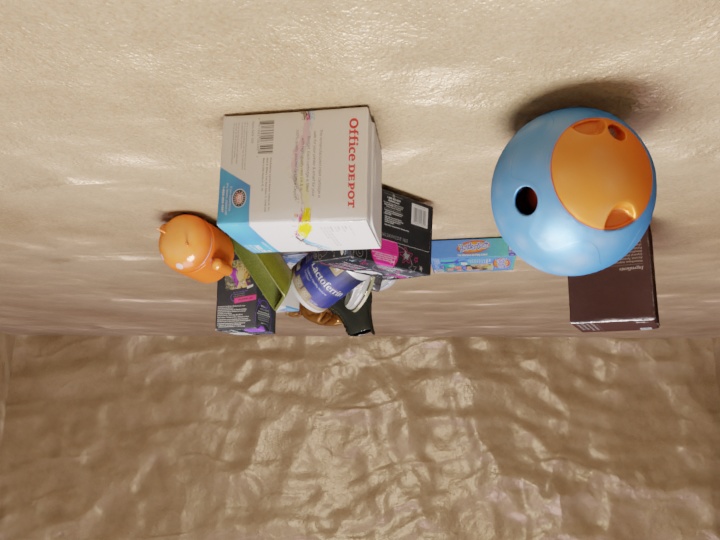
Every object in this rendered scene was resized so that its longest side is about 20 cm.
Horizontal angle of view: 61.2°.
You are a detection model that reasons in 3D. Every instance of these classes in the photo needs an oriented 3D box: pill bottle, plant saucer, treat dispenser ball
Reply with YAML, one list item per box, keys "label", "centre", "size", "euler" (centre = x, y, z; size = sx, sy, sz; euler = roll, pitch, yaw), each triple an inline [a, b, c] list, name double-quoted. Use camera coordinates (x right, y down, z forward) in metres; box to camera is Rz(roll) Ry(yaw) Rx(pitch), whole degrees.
- label: "pill bottle"
  centre: [-0.044, -0.012, 1.242]
  size: [0.198, 0.118, 0.114]
  euler: [-37, 150, 28]
- label: "plant saucer"
  centre: [-0.203, -0.026, 1.245]
  size: [0.047, 0.202, 0.200]
  euler: [-34, 178, -17]
- label: "treat dispenser ball"
  centre: [0.262, -0.097, 0.758]
  size: [0.194, 0.208, 0.201]
  euler: [0, 168, 0]

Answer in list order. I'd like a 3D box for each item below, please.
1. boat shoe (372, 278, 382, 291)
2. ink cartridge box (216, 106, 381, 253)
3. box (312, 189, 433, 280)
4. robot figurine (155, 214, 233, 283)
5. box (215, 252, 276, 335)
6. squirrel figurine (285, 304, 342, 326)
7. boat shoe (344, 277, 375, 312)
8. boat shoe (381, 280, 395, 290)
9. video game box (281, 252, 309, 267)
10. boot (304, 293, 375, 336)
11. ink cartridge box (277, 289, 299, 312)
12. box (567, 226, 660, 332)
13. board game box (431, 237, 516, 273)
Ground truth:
- label: "boat shoe"
  centre: [-0.040, 0.026, 1.453]
  size: [0.194, 0.065, 0.072]
  euler: [-4, 171, 19]
- label: "ink cartridge box"
  centre: [-0.073, -0.115, 0.823]
  size: [0.193, 0.152, 0.146]
  euler: [-1, 167, 9]
- label: "box"
  centre: [0.024, -0.066, 1.078]
  size: [0.196, 0.137, 0.113]
  euler: [12, 167, -42]
- label: "robot figurine"
  centre: [-0.333, -0.043, 1.235]
  size: [0.114, 0.148, 0.200]
  euler: [-22, 163, 8]
- label: "box"
  centre: [-0.261, 0.041, 1.409]
  size: [0.103, 0.207, 0.122]
  euler: [-3, 168, 15]
- label: "squirrel figurine"
  centre: [-0.155, 0.068, 1.701]
  size: [0.193, 0.146, 0.187]
  euler: [-5, 161, 13]
- label: "boat shoe"
  centre: [0.000, 0.000, 1.352]
  size: [0.067, 0.204, 0.075]
  euler: [16, -152, -17]
- label: "boat shoe"
  centre: [0.004, 0.018, 1.602]
  size: [0.196, 0.076, 0.065]
  euler: [-10, 168, 37]
- label: "video game box"
  centre: [-0.097, -0.039, 1.413]
  size: [0.194, 0.048, 0.181]
  euler: [-6, 168, 26]
- label: "boot"
  centre: [-0.058, 0.111, 1.549]
  size: [0.195, 0.143, 0.077]
  euler: [-16, 160, 24]
- label: "ink cartridge box"
  centre: [-0.271, 0.042, 1.596]
  size: [0.195, 0.130, 0.128]
  euler: [-6, 166, 27]
- label: "box"
  centre: [0.521, 0.014, 1.259]
  size: [0.160, 0.207, 0.165]
  euler: [-5, 166, 28]
- label: "board game box"
  centre: [0.262, -0.034, 1.421]
  size: [0.193, 0.047, 0.152]
  euler: [-1, 167, 10]
